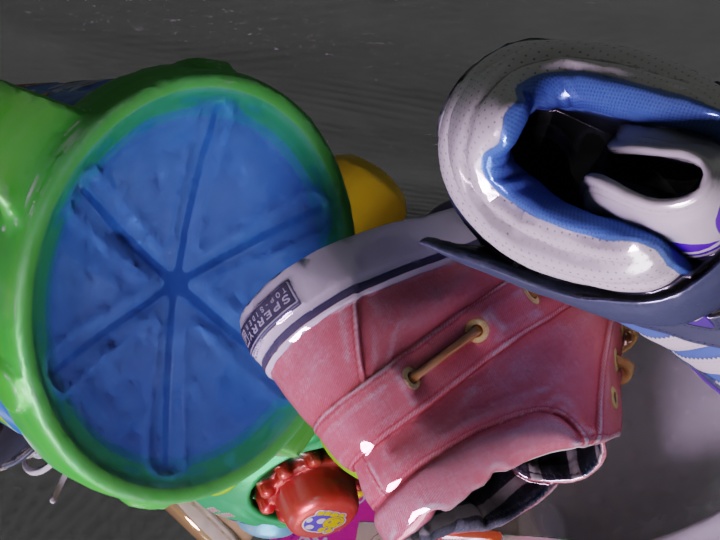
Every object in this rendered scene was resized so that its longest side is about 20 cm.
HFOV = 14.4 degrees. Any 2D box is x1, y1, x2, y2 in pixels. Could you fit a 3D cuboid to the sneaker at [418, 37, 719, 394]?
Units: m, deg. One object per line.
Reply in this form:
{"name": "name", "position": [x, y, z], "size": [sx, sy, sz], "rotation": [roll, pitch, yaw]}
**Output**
{"name": "sneaker", "position": [0.112, -0.001, 0.794], "size": [0.200, 0.081, 0.146], "rotation": [27, -177, 6]}

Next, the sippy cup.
{"name": "sippy cup", "position": [-0.092, -0.004, 0.916], "size": [0.139, 0.178, 0.130], "rotation": [-26, -155, -36]}

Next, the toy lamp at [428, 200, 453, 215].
{"name": "toy lamp", "position": [0.000, 0.000, 1.189], "size": [0.200, 0.058, 0.058], "rotation": [-2, 171, 42]}

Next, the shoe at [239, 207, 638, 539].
{"name": "shoe", "position": [0.059, 0.022, 0.904], "size": [0.200, 0.091, 0.071], "rotation": [-19, 161, -41]}

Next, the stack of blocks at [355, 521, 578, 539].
{"name": "stack of blocks", "position": [0.079, 0.153, 1.107], "size": [0.115, 0.059, 0.200], "rotation": [2, 161, 21]}

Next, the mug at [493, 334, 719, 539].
{"name": "mug", "position": [0.117, 0.071, 1.199], "size": [0.175, 0.148, 0.200], "rotation": [-15, -154, 8]}

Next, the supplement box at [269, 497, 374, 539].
{"name": "supplement box", "position": [0.023, 0.128, 1.393], "size": [0.103, 0.101, 0.200], "rotation": [42, -169, -43]}

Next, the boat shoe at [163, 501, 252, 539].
{"name": "boat shoe", "position": [-0.063, 0.064, 1.213], "size": [0.074, 0.069, 0.200], "rotation": [48, -178, -16]}

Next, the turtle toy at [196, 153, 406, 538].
{"name": "turtle toy", "position": [-0.015, 0.041, 1.055], "size": [0.101, 0.146, 0.200], "rotation": [40, 166, -9]}

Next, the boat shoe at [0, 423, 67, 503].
{"name": "boat shoe", "position": [-0.134, 0.045, 1.200], "size": [0.062, 0.075, 0.200], "rotation": [29, -153, -3]}
